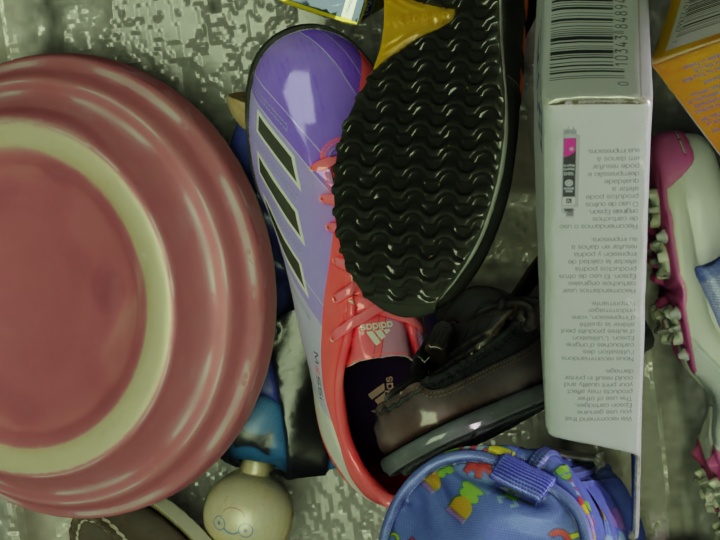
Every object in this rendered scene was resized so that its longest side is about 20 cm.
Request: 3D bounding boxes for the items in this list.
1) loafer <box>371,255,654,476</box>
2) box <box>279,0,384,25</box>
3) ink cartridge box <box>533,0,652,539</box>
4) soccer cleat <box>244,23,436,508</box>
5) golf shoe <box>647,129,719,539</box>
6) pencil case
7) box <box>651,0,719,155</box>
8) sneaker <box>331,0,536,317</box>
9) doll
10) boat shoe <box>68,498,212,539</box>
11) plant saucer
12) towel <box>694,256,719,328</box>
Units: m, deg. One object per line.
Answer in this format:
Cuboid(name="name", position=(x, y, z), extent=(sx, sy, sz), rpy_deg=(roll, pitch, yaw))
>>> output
Cuboid(name="loafer", position=(0.052, 0.031, 1.026), extent=(0.072, 0.200, 0.063), rpy_deg=(-29, 85, 29))
Cuboid(name="box", position=(-0.079, -0.166, 1.071), extent=(0.199, 0.064, 0.070), rpy_deg=(19, 105, 6))
Cuboid(name="ink cartridge box", position=(0.085, -0.037, 0.967), extent=(0.043, 0.197, 0.201), rpy_deg=(1, 128, 3))
Cuboid(name="soccer cleat", position=(0.000, 0.000, 1.046), extent=(0.068, 0.073, 0.201), rpy_deg=(-12, 106, -6))
Cuboid(name="golf shoe", position=(0.171, 0.031, 1.073), extent=(0.091, 0.075, 0.201), rpy_deg=(-17, 104, 1))
Cuboid(name="pencil case", position=(0.065, 0.107, 1.000), extent=(0.078, 0.200, 0.087), rpy_deg=(23, 90, 14))
Cuboid(name="box", position=(0.186, -0.052, 0.964), extent=(0.041, 0.119, 0.200), rpy_deg=(-19, 126, 38))
Cuboid(name="sneaker", position=(0.042, -0.080, 1.021), extent=(0.070, 0.090, 0.201), rpy_deg=(5, 89, 25))
Cuboid(name="doll", position=(-0.039, 0.026, 1.114), extent=(0.136, 0.048, 0.201), rpy_deg=(9, 101, 9))
Cuboid(name="boat shoe", position=(-0.070, 0.175, 1.110), extent=(0.200, 0.059, 0.072), rpy_deg=(51, 146, 22))
Cuboid(name="plant saucer", position=(-0.133, 0.009, 1.101), extent=(0.200, 0.051, 0.202), rpy_deg=(3, 98, 26))
Cuboid(name="towel", position=(0.221, 0.060, 1.043), extent=(0.147, 0.024, 0.201), rpy_deg=(-29, 99, -30))
